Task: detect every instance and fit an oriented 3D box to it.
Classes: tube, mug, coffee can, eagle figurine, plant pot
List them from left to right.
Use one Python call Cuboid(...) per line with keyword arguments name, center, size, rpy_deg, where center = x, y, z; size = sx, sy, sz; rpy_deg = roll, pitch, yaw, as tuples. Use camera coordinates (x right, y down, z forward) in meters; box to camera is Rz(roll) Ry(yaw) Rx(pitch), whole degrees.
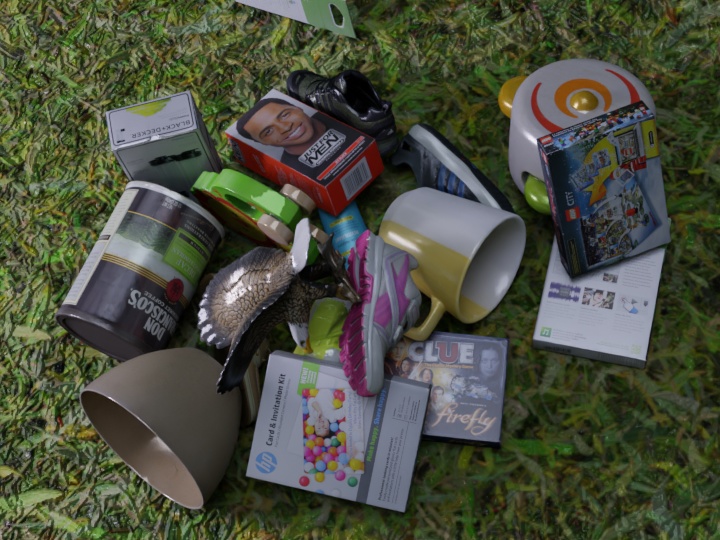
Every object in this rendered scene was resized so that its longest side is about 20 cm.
Cuboid(name="coffee can", center=(-0.283, 0.006, 1.684), size=(0.146, 0.146, 0.200), rpy_deg=(20, 71, 15))
Cuboid(name="plant pot", center=(-0.222, 0.173, 1.589), size=(0.200, 0.200, 0.134), rpy_deg=(34, 62, 19))
Cuboid(name="eagle figurine", center=(-0.103, 0.043, 1.531), size=(0.200, 0.152, 0.151), rpy_deg=(-21, 78, -2))
Cuboid(name="tube", center=(0.000, 0.000, 1.709), size=(0.077, 0.050, 0.200), rpy_deg=(-24, 72, 8))
Cuboid(name="mug", center=(0.095, -0.024, 1.644), size=(0.153, 0.150, 0.186), rpy_deg=(29, 44, 28))

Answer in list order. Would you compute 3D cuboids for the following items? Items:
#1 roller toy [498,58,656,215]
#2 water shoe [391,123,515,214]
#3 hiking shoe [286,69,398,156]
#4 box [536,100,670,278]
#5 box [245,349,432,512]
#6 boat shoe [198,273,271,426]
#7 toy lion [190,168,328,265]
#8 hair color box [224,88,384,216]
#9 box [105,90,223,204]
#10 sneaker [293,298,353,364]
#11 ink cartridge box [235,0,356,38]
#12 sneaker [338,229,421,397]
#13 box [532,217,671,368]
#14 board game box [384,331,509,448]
Cuboid(name="roller toy", center=(0.282, -0.177, 1.676), size=(0.182, 0.140, 0.200), rpy_deg=(-12, 52, -5))
Cuboid(name="water shoe", center=(0.125, -0.107, 1.735), size=(0.079, 0.071, 0.200), rpy_deg=(-48, 68, 17))
Cuboid(name="hiking shoe", center=(-0.022, -0.239, 1.765), size=(0.200, 0.101, 0.076), rpy_deg=(34, 51, 30))
Cuboid(name="box", center=(0.298, -0.096, 1.588), size=(0.136, 0.200, 0.038), rpy_deg=(-19, 39, -1))
Cuboid(name="box", center=(-0.026, 0.194, 1.584), size=(0.199, 0.041, 0.156), rpy_deg=(13, 95, 7))
Cuboid(name="boat shoe", center=(-0.149, 0.097, 1.666), size=(0.066, 0.074, 0.201), rpy_deg=(-6, 79, -36))
Cuboid(name="toy lion", center=(-0.139, -0.075, 1.670), size=(0.191, 0.200, 0.069), rpy_deg=(29, 76, 17))
Cuboid(name="hair color box", center=(-0.076, -0.160, 1.742), size=(0.200, 0.061, 0.102), rpy_deg=(29, 64, 35))
Cuboid(name="box", center=(-0.249, -0.149, 1.717), size=(0.116, 0.200, 0.060), rpy_deg=(-15, 66, 2))
Cuboid(name="sneaker", center=(-0.053, 0.114, 1.656), size=(0.076, 0.105, 0.200), rpy_deg=(26, 101, 0))
Cuboid(name="ink cartridge box", center=(-0.091, -0.408, 1.861), size=(0.200, 0.104, 0.059), rpy_deg=(21, 72, 15))
Cuboid(name="sneaker", center=(0.031, 0.054, 1.549), size=(0.088, 0.081, 0.201), rpy_deg=(12, 73, -18))
Cuboid(name="box", center=(0.309, 0.016, 1.664), size=(0.144, 0.036, 0.200), rpy_deg=(11, 70, 12))
Cuboid(name="board game box", center=(0.081, 0.143, 1.630), size=(0.199, 0.035, 0.136), rpy_deg=(5, 70, 6))
